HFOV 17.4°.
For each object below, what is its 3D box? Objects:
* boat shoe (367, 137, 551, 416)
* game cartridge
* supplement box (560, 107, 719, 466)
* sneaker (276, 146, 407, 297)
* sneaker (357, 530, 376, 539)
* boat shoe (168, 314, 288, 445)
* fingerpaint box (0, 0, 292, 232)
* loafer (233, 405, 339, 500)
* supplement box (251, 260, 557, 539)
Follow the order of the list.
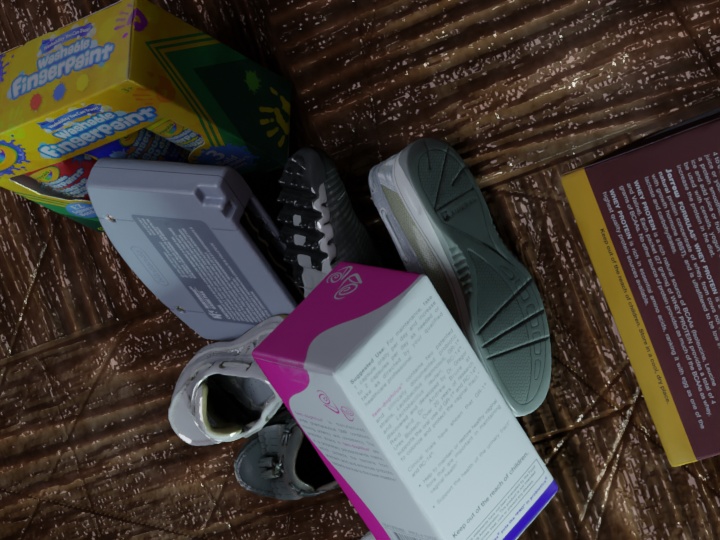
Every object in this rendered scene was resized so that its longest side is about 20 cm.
[{"bbox_3d":[0.069,0.009,1.632,0.065,0.074,0.203,-25,92,49],"label":"boat shoe"},{"bbox_3d":[-0.112,-0.013,1.703,0.132,0.041,0.200,3,146,28],"label":"game cartridge"},{"bbox_3d":[0.267,-0.011,1.445,0.199,0.132,0.199,-20,93,38],"label":"supplement box"},{"bbox_3d":[0.000,0.000,1.666,0.066,0.090,0.202,16,124,59],"label":"sneaker"},{"bbox_3d":[0.031,0.208,1.737,0.199,0.073,0.085,-12,64,44],"label":"sneaker"},{"bbox_3d":[-0.101,0.095,1.753,0.071,0.069,0.200,44,144,-5],"label":"boat shoe"},{"bbox_3d":[-0.177,-0.107,1.701,0.199,0.166,0.074,-17,60,36],"label":"fingerpaint box"},{"bbox_3d":[-0.026,0.131,1.740,0.199,0.063,0.072,-18,94,37],"label":"loafer"},{"bbox_3d":[0.031,0.103,1.597,0.101,0.103,0.201,11,141,53],"label":"supplement box"}]
